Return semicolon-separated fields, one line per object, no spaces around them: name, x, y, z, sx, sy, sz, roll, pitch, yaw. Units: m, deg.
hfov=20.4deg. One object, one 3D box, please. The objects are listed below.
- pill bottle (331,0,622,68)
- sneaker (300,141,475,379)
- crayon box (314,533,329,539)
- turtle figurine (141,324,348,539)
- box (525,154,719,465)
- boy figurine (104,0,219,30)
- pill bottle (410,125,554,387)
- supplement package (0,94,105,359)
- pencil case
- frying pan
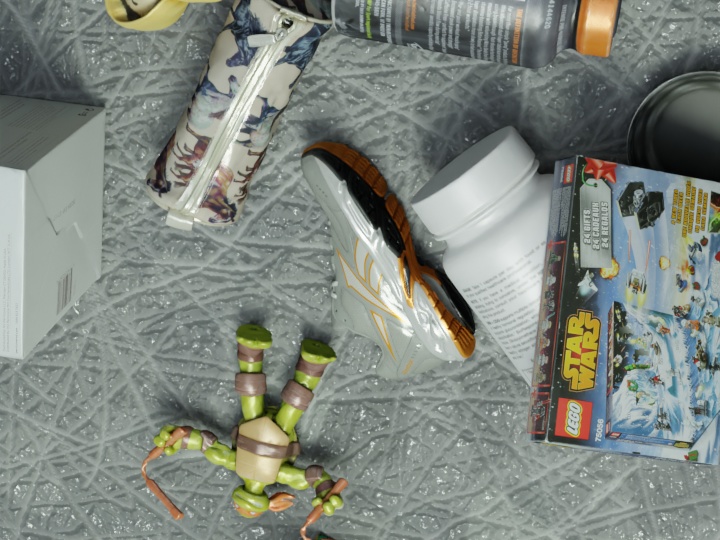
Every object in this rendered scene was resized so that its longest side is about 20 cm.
pill bottle;0.085;-0.202;1.412;0.198;0.106;0.107;11;110;7
sneaker;0.000;0.000;1.516;0.092;0.076;0.201;-29;100;23
crayon box;-0.054;0.306;1.558;0.058;0.200;0.119;31;111;-1
turtle figurine;-0.066;0.133;1.576;0.199;0.064;0.162;18;103;14
box;0.194;0.029;1.405;0.136;0.040;0.202;10;83;-19
boy figurine;-0.123;-0.247;1.437;0.200;0.064;0.125;-44;67;44
pill bottle;0.132;0.002;1.467;0.113;0.113;0.200;-34;99;19
supplement package;-0.314;-0.043;1.496;0.198;0.191;0.148;8;109;9
pencil case;-0.089;-0.125;1.481;0.077;0.089;0.201;30;112;3
frying pan;0.266;-0.058;1.465;0.114;0.031;0.191;-20;107;17
